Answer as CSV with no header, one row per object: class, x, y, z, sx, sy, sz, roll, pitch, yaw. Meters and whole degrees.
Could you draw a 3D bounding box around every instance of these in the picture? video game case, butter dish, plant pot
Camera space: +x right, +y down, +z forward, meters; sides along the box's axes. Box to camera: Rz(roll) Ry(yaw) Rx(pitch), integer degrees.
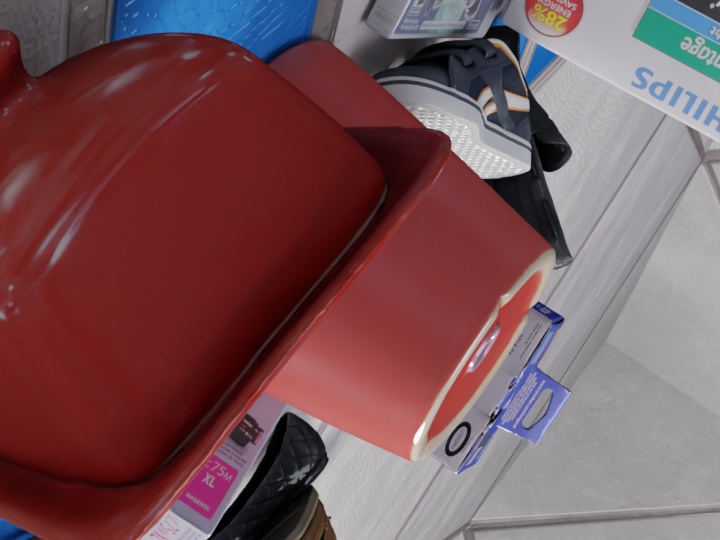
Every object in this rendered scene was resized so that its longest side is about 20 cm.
video game case,0.086,-0.229,0.955,0.183,0.023,0.200,-61,165,18
butter dish,-0.102,-0.022,0.554,0.200,0.148,0.199,-50,-151,-22
plant pot,0.000,0.000,0.854,0.201,0.177,0.201,-52,166,-18

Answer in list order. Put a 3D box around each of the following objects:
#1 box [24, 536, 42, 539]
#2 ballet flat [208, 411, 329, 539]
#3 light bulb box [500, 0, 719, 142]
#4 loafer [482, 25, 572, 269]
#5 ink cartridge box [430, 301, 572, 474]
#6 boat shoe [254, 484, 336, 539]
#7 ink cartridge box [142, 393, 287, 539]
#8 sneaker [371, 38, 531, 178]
box,-0.166,0.237,0.944,0.200,0.021,0.165,-9,91,-72
ballet flat,-0.107,0.200,1.248,0.200,0.057,0.066,-45,-169,-23
light bulb box,0.229,-0.203,1.096,0.125,0.197,0.200,-63,173,24
loafer,0.121,-0.089,1.119,0.068,0.070,0.202,61,25,-66
ink cartridge box,0.059,0.057,1.138,0.137,0.199,0.076,-58,166,10
boat shoe,-0.049,0.228,1.300,0.072,0.068,0.200,-39,-176,-1
ink cartridge box,-0.075,0.091,0.975,0.201,0.042,0.119,-62,-173,-29
sneaker,0.055,-0.117,0.999,0.200,0.078,0.080,18,70,-64
